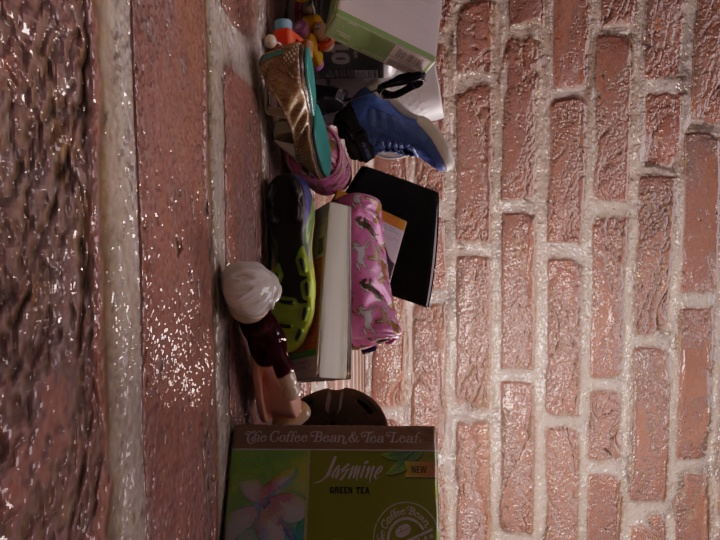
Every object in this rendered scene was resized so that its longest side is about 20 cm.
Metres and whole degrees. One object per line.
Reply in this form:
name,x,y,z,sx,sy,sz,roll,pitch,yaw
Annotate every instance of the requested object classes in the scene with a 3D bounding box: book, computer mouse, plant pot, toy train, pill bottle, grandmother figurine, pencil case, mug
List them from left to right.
grandmother figurine,-0.090,0.074,0.620,0.121,0.060,0.204,39,-29,39
toy train,-0.067,-0.328,0.805,0.150,0.054,0.208,6,82,-73
book,-0.062,0.033,0.806,0.132,0.047,0.207,-17,-112,56
pencil case,-0.058,-0.157,0.948,0.200,0.080,0.089,-12,83,-86
plant pot,-0.022,0.275,0.830,0.203,0.193,0.203,-86,167,-51
computer mouse,-0.010,-0.237,0.844,0.059,0.193,0.035,32,49,-78
pill bottle,-0.003,-0.337,0.932,0.114,0.193,0.118,0,90,-86
pencil case,0.000,0.000,0.852,0.086,0.080,0.207,35,44,-63
plant pot,0.036,-0.058,1.079,0.200,0.194,0.183,-177,-74,-88
mug,0.046,-0.283,1.072,0.149,0.169,0.205,-84,161,-60

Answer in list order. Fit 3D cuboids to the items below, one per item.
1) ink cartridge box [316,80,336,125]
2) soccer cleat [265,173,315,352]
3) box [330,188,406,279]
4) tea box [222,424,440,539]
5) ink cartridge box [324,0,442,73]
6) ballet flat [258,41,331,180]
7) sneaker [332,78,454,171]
ink cartridge box,-0.078,-0.361,1.081,0.162,0.046,0.205,-83,158,-60
soccer cleat,-0.076,-0.010,0.764,0.084,0.062,0.208,7,81,-77
box,-0.014,-0.003,0.924,0.041,0.116,0.205,135,-24,-63
tea box,-0.023,0.259,0.617,0.134,0.193,0.203,82,7,-66
ink cartridge box,0.039,-0.368,0.839,0.048,0.142,0.206,-34,-137,59
ballet flat,-0.077,-0.182,0.763,0.202,0.063,0.072,80,11,-56
sneaker,0.039,-0.182,0.927,0.200,0.111,0.077,48,-7,27
